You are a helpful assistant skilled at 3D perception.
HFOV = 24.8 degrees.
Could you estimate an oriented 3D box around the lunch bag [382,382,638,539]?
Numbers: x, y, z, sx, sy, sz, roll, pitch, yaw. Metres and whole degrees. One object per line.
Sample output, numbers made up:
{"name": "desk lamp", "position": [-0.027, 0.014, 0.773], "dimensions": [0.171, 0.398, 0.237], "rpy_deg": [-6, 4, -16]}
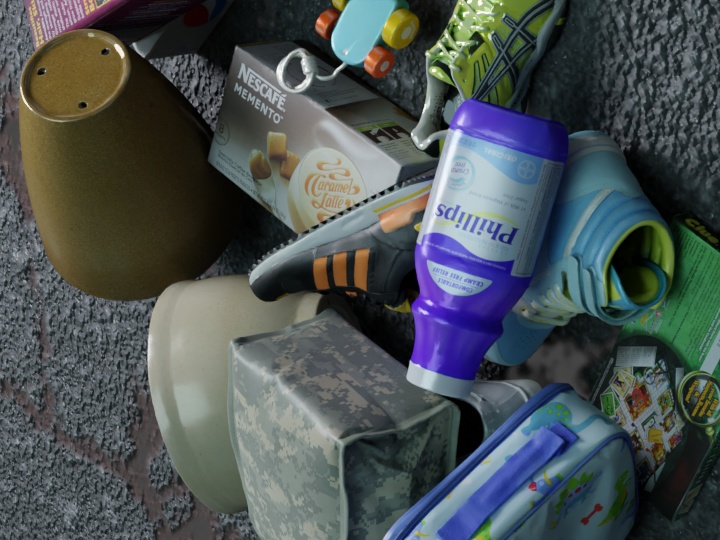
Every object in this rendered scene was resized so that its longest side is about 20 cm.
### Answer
{"name": "lunch bag", "position": [0.106, 0.183, 1.143], "dimensions": [0.082, 0.200, 0.161], "rpy_deg": [38, 161, 33]}

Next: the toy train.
{"name": "toy train", "position": [-0.013, -0.239, 1.279], "dimensions": [0.150, 0.056, 0.201], "rpy_deg": [-6, 86, 33]}

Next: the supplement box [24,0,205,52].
{"name": "supplement box", "position": [-0.192, -0.269, 1.344], "dimensions": [0.199, 0.103, 0.132], "rpy_deg": [-18, 87, 46]}

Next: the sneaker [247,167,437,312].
{"name": "sneaker", "position": [0.000, 0.000, 1.225], "dimensions": [0.200, 0.070, 0.090], "rpy_deg": [-28, 90, 35]}

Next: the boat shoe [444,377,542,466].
{"name": "boat shoe", "position": [0.068, 0.117, 1.269], "dimensions": [0.201, 0.071, 0.070], "rpy_deg": [-17, 80, 62]}

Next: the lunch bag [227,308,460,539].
{"name": "lunch bag", "position": [-0.015, 0.159, 1.215], "dimensions": [0.164, 0.117, 0.201], "rpy_deg": [36, 133, 47]}

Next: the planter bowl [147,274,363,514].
{"name": "planter bowl", "position": [-0.069, 0.091, 1.362], "dimensions": [0.134, 0.200, 0.201], "rpy_deg": [-14, 90, 19]}

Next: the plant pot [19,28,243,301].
{"name": "plant pot", "position": [-0.211, -0.106, 1.380], "dimensions": [0.186, 0.186, 0.200], "rpy_deg": [43, 164, 30]}

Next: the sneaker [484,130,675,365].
{"name": "sneaker", "position": [0.148, 0.016, 1.158], "dimensions": [0.131, 0.079, 0.201], "rpy_deg": [58, 138, 43]}

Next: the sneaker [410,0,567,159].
{"name": "sneaker", "position": [0.092, -0.166, 1.190], "dimensions": [0.075, 0.076, 0.201], "rpy_deg": [31, 120, 39]}

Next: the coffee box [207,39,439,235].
{"name": "coffee box", "position": [-0.024, -0.091, 1.325], "dimensions": [0.200, 0.079, 0.115], "rpy_deg": [39, 125, 31]}

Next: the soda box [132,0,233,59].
{"name": "soda box", "position": [-0.136, -0.269, 1.408], "dimensions": [0.200, 0.063, 0.068], "rpy_deg": [-45, 68, 42]}

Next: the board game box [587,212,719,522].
{"name": "board game box", "position": [0.225, 0.070, 1.154], "dimensions": [0.105, 0.023, 0.201], "rpy_deg": [44, 129, 33]}

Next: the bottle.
{"name": "bottle", "position": [0.080, -0.014, 1.129], "dimensions": [0.083, 0.065, 0.201], "rpy_deg": [19, 98, 20]}
